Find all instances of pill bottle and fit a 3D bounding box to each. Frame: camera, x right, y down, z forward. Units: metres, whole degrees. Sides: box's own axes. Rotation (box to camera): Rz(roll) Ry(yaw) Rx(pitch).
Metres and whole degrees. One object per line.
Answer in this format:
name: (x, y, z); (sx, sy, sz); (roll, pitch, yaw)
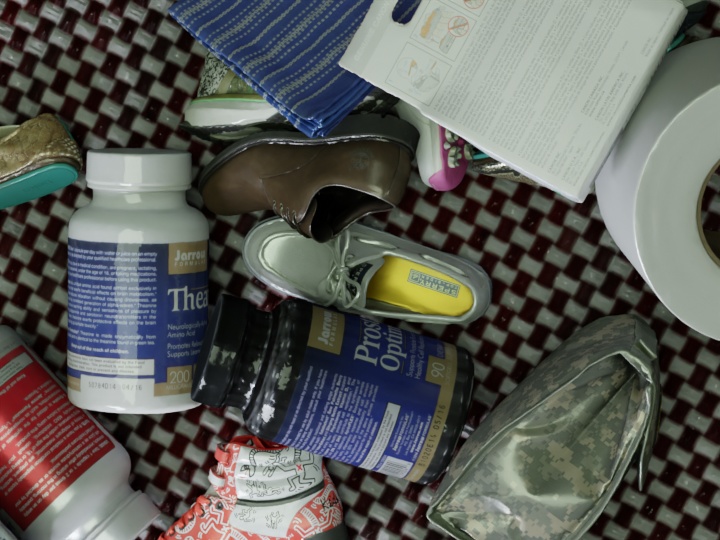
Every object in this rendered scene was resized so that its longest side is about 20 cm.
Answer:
pill bottle: (-0.257, 0.150, 1.716); (0.112, 0.112, 0.200); (-44, 87, 11)
pill bottle: (-0.174, 0.006, 1.687); (0.111, 0.111, 0.200); (2, 96, 10)
pill bottle: (-0.023, 0.086, 1.644); (0.200, 0.112, 0.112); (17, 99, -9)

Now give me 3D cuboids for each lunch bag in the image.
lunch bag: (0.159, 0.126, 1.611); (0.118, 0.164, 0.200); (41, 102, 1)

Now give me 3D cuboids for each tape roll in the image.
tape roll: (0.280, -0.060, 1.558); (0.202, 0.139, 0.203); (-2, 105, -6)

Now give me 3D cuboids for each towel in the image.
towel: (-0.040, -0.195, 1.618); (0.145, 0.024, 0.200); (-43, 53, -8)

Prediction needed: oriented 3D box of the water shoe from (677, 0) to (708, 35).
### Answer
water shoe: (0.157, -0.195, 1.605); (0.200, 0.072, 0.079); (-16, 73, -4)

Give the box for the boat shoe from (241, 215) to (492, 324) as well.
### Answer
boat shoe: (0.000, 0.005, 1.668); (0.202, 0.086, 0.075); (17, 98, 8)

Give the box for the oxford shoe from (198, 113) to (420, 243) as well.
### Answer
oxford shoe: (-0.050, -0.062, 1.646); (0.200, 0.073, 0.085); (-10, 61, 38)

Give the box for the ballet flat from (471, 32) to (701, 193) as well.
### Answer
ballet flat: (0.185, -0.103, 1.638); (0.200, 0.068, 0.075); (-30, 99, 8)

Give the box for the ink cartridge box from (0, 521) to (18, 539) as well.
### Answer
ink cartridge box: (-0.329, 0.180, 1.692); (0.041, 0.200, 0.200); (-43, 89, -14)

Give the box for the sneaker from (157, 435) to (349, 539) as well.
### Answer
sneaker: (-0.116, 0.193, 1.719); (0.201, 0.067, 0.108); (-15, 94, 7)

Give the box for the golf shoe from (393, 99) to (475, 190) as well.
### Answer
golf shoe: (0.040, -0.160, 1.660); (0.091, 0.075, 0.200); (-4, 93, 26)

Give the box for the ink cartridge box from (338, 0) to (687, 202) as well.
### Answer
ink cartridge box: (0.110, -0.165, 1.544); (0.200, 0.050, 0.161); (29, 91, 10)

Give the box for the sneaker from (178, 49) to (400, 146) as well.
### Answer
sneaker: (-0.055, -0.153, 1.652); (0.200, 0.077, 0.089); (-7, 78, 31)

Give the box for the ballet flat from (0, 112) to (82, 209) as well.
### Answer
ballet flat: (-0.318, -0.072, 1.738); (0.200, 0.071, 0.065); (-20, 65, 9)
